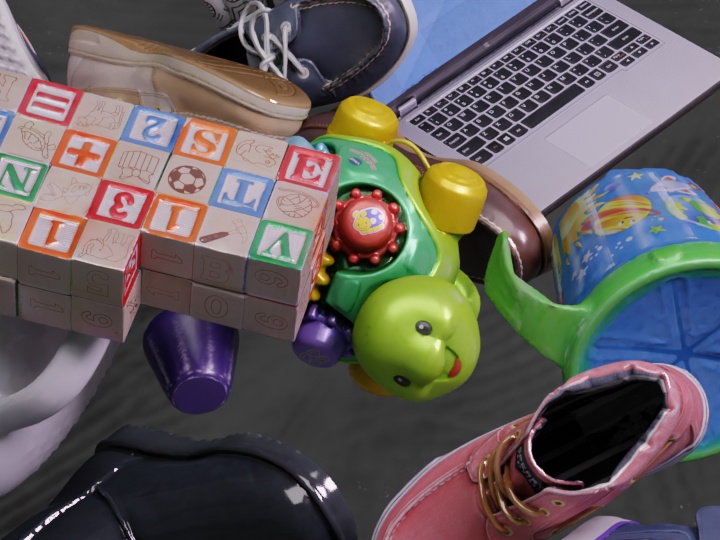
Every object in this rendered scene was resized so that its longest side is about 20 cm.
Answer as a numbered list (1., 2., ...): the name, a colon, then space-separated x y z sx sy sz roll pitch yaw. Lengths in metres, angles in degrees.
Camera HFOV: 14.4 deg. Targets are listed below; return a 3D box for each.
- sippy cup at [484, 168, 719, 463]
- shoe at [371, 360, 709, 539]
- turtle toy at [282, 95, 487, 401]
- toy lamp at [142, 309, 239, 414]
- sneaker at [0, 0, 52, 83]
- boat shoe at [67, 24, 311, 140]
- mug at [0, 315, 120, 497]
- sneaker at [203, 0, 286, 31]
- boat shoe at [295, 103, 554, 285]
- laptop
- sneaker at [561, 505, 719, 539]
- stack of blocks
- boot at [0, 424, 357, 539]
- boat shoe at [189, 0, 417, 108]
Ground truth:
1. sippy cup: 0.164 0.014 1.573 0.140 0.178 0.130 -37 34 13
2. shoe: 0.084 0.105 1.477 0.200 0.091 0.072 -29 76 11
3. turtle toy: 0.000 0.000 1.580 0.101 0.146 0.200 -5 34 -46
4. toy lamp: -0.105 0.000 1.673 0.058 0.058 0.200 -10 47 0
5. sneaker: -0.217 -0.089 1.767 0.078 0.079 0.201 -18 68 -2
6. boat shoe: -0.104 -0.093 1.671 0.074 0.069 0.200 8 8 -41
7. mug: -0.195 0.031 1.573 0.200 0.148 0.176 -6 56 52
8. sneaker: -0.070 -0.238 1.794 0.108 0.202 0.067 -7 33 12
9. boat shoe: 0.026 -0.035 1.674 0.070 0.071 0.200 -28 38 -33
10. laptop: 0.096 -0.159 1.738 0.187 0.116 0.200 -36 51 -28
11. sneaker: 0.147 0.188 1.409 0.146 0.081 0.200 13 26 28
12. stack of blocks: -0.121 -0.025 1.485 0.199 0.059 0.115 14 49 5
13. boot: -0.117 0.155 1.429 0.200 0.077 0.168 7 40 47
14. boat shoe: -0.050 -0.126 1.711 0.200 0.075 0.062 -13 7 44
